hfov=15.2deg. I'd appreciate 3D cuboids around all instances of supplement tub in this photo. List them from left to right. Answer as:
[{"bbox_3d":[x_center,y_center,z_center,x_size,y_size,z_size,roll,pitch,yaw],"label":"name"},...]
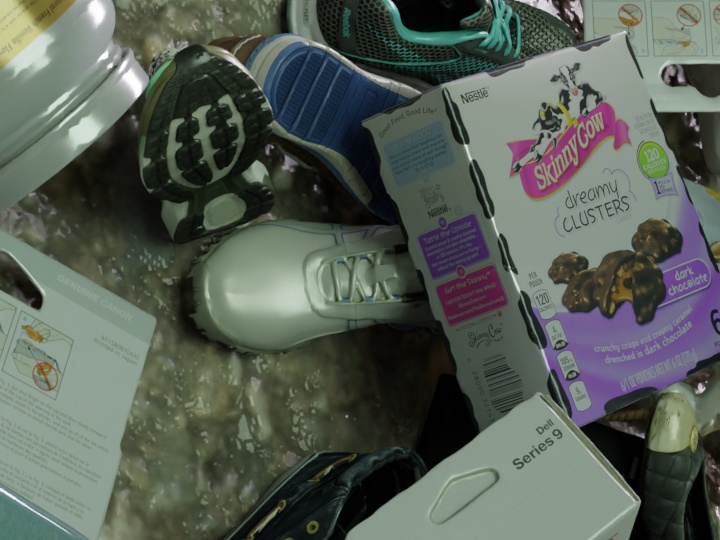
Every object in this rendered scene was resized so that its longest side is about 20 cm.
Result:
[{"bbox_3d":[-0.216,-0.137,1.373,0.200,0.144,0.144,52,56,-13],"label":"supplement tub"}]

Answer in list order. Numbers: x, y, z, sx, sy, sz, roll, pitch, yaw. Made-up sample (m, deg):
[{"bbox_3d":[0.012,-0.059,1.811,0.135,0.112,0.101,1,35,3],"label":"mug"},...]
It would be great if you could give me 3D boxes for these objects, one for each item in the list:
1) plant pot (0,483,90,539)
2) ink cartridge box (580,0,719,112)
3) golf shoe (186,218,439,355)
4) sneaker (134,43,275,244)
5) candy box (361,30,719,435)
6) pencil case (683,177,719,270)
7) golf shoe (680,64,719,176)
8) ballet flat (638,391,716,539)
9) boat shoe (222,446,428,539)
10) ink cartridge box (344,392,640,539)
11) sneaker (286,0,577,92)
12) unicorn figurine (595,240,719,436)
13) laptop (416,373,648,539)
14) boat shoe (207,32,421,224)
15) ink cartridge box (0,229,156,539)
[{"bbox_3d":[-0.201,0.213,1.280,0.200,0.196,0.197,27,64,-35],"label":"plant pot"},{"bbox_3d":[0.213,-0.186,1.691,0.161,0.050,0.201,0,74,-3],"label":"ink cartridge box"},{"bbox_3d":[0.000,0.000,1.521,0.199,0.097,0.079,-7,84,-35],"label":"golf shoe"},{"bbox_3d":[-0.097,-0.083,1.438,0.077,0.200,0.089,-25,73,-11],"label":"sneaker"},{"bbox_3d":[0.111,-0.018,1.508,0.167,0.071,0.201,-20,88,-44],"label":"candy box"},{"bbox_3d":[0.194,-0.012,1.668,0.199,0.083,0.091,22,92,-29],"label":"pencil case"},{"bbox_3d":[0.225,-0.153,1.738,0.092,0.073,0.201,6,69,-12],"label":"golf shoe"},{"bbox_3d":[0.202,0.161,1.596,0.066,0.057,0.201,-44,129,-51],"label":"ballet flat"},{"bbox_3d":[-0.043,0.168,1.453,0.071,0.091,0.200,48,57,-16],"label":"boat shoe"},{"bbox_3d":[0.059,0.171,1.429,0.145,0.200,0.088,-36,68,-20],"label":"ink cartridge box"},{"bbox_3d":[0.059,-0.141,1.598,0.199,0.091,0.078,4,77,-34],"label":"sneaker"},{"bbox_3d":[0.236,0.026,1.606,0.199,0.074,0.138,-27,139,-13],"label":"unicorn figurine"},{"bbox_3d":[0.109,0.193,1.604,0.199,0.116,0.188,18,65,1],"label":"laptop"},{"bbox_3d":[-0.016,-0.090,1.537,0.072,0.072,0.200,-60,142,-6],"label":"boat shoe"},{"bbox_3d":[-0.214,0.058,1.392,0.200,0.044,0.174,31,51,-25],"label":"ink cartridge box"}]
